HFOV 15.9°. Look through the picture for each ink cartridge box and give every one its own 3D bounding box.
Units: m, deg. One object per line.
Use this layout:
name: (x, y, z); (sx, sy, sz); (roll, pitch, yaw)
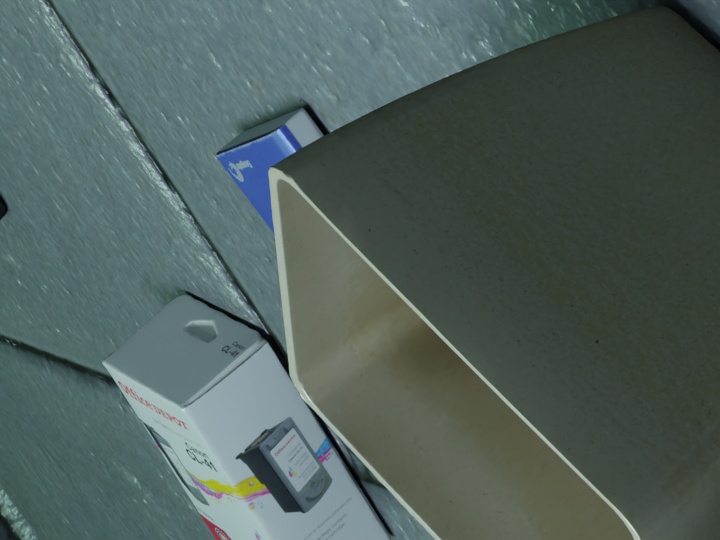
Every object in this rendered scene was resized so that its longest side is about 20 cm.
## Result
ink cartridge box: (-0.084, 0.131, 1.884); (0.147, 0.086, 0.201); (22, 149, 58)

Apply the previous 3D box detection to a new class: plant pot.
plant pot: (0.097, 0.018, 1.023); (0.200, 0.177, 0.200); (44, 162, 21)

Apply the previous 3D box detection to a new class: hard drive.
hard drive: (0.000, 0.000, 1.496); (0.200, 0.025, 0.132); (53, 163, -9)

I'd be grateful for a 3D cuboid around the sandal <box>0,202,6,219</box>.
sandal: (-0.376, -0.116, 2.198); (0.200, 0.048, 0.075); (41, 164, -13)
